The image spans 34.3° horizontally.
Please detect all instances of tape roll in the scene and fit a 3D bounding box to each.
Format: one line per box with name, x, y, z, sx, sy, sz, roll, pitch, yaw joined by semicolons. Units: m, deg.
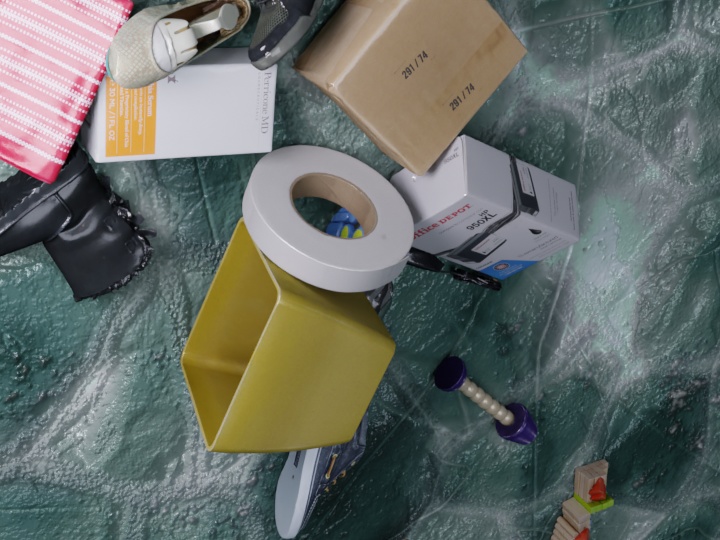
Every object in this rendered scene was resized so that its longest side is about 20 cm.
tape roll;-0.034;-0.060;1.311;0.200;0.205;0.037;0;137;-30

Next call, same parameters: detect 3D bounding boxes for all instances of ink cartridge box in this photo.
ink cartridge box;0.151;-0.073;1.438;0.198;0.086;0.144;18;148;-34

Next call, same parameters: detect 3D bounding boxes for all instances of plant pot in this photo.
plant pot;-0.076;0.089;1.334;0.174;0.200;0.202;17;109;-25

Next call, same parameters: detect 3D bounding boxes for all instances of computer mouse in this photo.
computer mouse;0.108;-0.011;1.508;0.198;0.058;0.035;17;87;-36

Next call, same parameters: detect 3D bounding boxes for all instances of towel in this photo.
towel;-0.324;-0.203;1.141;0.143;0.023;0.202;27;100;-4

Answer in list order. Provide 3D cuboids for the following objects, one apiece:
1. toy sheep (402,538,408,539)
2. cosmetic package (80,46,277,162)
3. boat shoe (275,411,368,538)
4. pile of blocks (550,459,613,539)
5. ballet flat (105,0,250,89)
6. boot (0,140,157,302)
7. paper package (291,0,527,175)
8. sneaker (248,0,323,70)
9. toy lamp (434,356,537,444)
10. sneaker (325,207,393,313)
toy sheep;0.023;0.473;1.649;0.137;0.137;0.202;35;87;-37
cosmetic package;-0.193;-0.178;1.241;0.197;0.071;0.103;-8;117;-27
boat shoe;-0.049;0.263;1.539;0.089;0.071;0.204;7;108;-27
pile of blocks;0.355;0.401;1.846;0.081;0.062;0.203;11;108;-33
ballet flat;-0.177;-0.240;1.167;0.200;0.061;0.068;-49;128;-49
boot;-0.328;-0.029;1.242;0.197;0.073;0.163;-36;132;-7
paper package;0.058;-0.242;1.334;0.201;0.103;0.190;-50;128;0
sneaker;-0.086;-0.312;1.217;0.114;0.076;0.202;35;73;-30
toy lamp;0.184;0.188;1.647;0.058;0.058;0.199;-50;128;1
sneaker;0.000;0.000;1.448;0.082;0.070;0.203;-16;123;-35
